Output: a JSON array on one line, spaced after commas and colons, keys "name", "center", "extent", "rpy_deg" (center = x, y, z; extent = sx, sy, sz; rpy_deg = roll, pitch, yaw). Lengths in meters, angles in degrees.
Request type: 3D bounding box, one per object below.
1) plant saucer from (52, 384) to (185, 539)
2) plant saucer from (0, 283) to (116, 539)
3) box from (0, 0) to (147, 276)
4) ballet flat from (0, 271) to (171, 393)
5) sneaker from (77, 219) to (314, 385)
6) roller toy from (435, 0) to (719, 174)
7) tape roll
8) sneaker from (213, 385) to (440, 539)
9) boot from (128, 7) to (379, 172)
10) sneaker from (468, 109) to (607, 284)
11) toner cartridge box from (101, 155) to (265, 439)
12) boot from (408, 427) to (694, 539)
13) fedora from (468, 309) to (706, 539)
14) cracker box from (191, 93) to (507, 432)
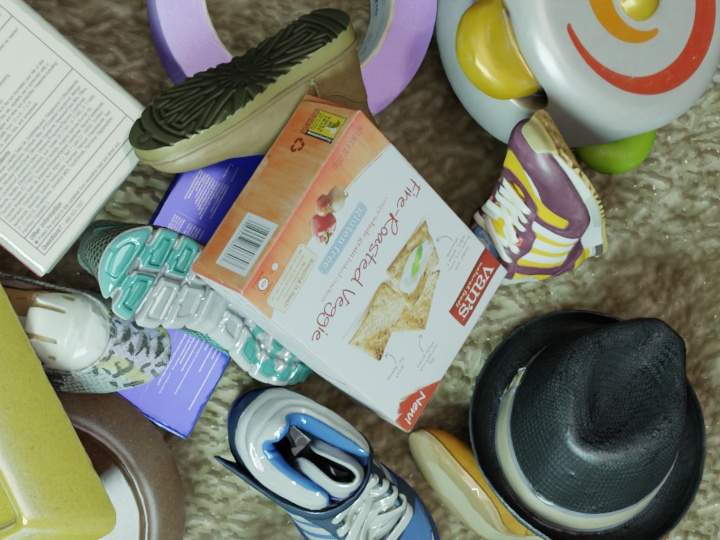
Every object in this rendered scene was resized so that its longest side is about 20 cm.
[{"name": "plant saucer", "center": [-0.218, 0.170, 0.966], "extent": [0.198, 0.035, 0.203], "rpy_deg": [-1, 101, -5]}, {"name": "plant saucer", "center": [-0.281, 0.117, 0.905], "extent": [0.199, 0.048, 0.201], "rpy_deg": [-27, 92, 20]}, {"name": "box", "center": [-0.245, -0.107, 0.938], "extent": [0.200, 0.109, 0.128], "rpy_deg": [41, 82, -11]}, {"name": "ballet flat", "center": [-0.224, 0.035, 0.937], "extent": [0.198, 0.072, 0.073], "rpy_deg": [13, 88, 5]}, {"name": "sneaker", "center": [-0.102, 0.013, 0.947], "extent": [0.199, 0.091, 0.078], "rpy_deg": [31, 86, -40]}, {"name": "roller toy", "center": [0.156, -0.180, 1.001], "extent": [0.199, 0.139, 0.184], "rpy_deg": [20, 76, -25]}, {"name": "tape roll", "center": [-0.049, -0.193, 1.008], "extent": [0.198, 0.066, 0.202], "rpy_deg": [0, 92, -14]}, {"name": "sneaker", "center": [-0.009, 0.157, 0.980], "extent": [0.200, 0.146, 0.081], "rpy_deg": [43, 81, -10]}, {"name": "boot", "center": [-0.043, -0.048, 0.952], "extent": [0.174, 0.066, 0.201], "rpy_deg": [-31, 127, -16]}, {"name": "sneaker", "center": [0.116, -0.037, 0.988], "extent": [0.090, 0.200, 0.075], "rpy_deg": [-28, 65, 4]}, {"name": "toner cartridge box", "center": [-0.116, 0.006, 1.005], "extent": [0.094, 0.043, 0.201], "rpy_deg": [30, 84, -13]}, {"name": "boot", "center": [0.145, 0.147, 1.068], "extent": [0.201, 0.071, 0.144], "rpy_deg": [44, 69, -4]}, {"name": "fedora", "center": [0.176, 0.098, 1.013], "extent": [0.198, 0.092, 0.202], "rpy_deg": [8, 58, -14]}, {"name": "cracker box", "center": [0.000, 0.000, 0.930], "extent": [0.135, 0.057, 0.200], "rpy_deg": [-58, 136, -10]}]
